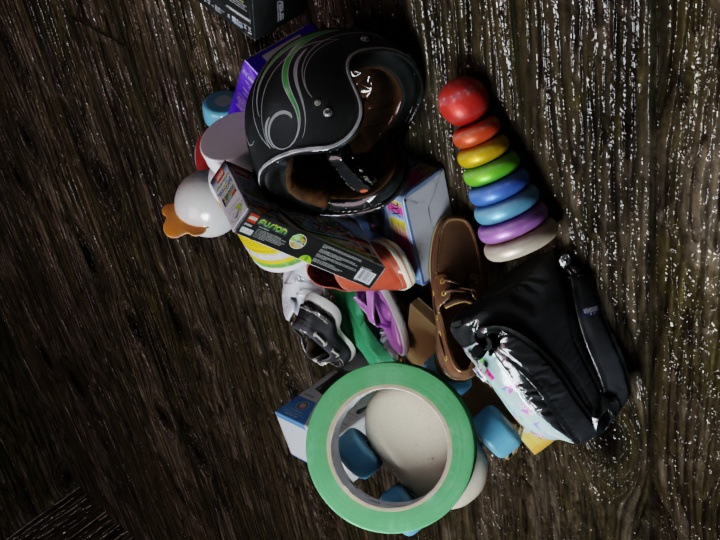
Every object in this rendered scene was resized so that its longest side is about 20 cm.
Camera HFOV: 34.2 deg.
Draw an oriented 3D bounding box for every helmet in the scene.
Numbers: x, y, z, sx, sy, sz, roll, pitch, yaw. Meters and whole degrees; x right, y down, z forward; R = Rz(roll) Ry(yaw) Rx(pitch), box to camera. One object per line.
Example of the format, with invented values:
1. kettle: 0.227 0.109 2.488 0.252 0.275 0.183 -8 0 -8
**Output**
1. helmet: -0.030 -0.175 1.316 0.200 0.191 0.200 4 153 2

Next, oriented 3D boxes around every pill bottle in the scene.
1. pill bottle: -0.121 -0.099 1.455 0.111 0.111 0.200 30 158 38

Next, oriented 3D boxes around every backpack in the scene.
1. backpack: 0.211 0.097 1.324 0.200 0.167 0.127 55 169 -8

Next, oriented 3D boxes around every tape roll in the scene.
1. tape roll: 0.037 0.208 1.390 0.200 0.200 0.048 49 -174 10

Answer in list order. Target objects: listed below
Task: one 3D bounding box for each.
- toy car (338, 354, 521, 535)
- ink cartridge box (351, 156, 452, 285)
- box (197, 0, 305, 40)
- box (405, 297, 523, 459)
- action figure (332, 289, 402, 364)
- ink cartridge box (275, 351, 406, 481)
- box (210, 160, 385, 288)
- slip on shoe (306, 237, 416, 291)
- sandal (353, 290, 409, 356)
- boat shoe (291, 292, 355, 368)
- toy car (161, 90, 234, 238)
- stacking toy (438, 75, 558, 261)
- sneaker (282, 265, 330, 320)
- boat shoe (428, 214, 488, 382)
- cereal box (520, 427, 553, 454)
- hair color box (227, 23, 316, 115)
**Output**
1. toy car: 0.094 0.216 1.512 0.177 0.184 0.200 49 -174 10
2. ink cartridge box: 0.022 -0.082 1.479 0.200 0.076 0.137 27 142 44
3. box: -0.164 -0.399 1.395 0.200 0.086 0.164 37 148 28
4. box: 0.136 0.142 1.529 0.200 0.021 0.164 43 156 24
5. action figure: 0.019 0.095 1.655 0.200 0.055 0.118 57 161 35
6. ink cartridge box: 0.003 0.200 1.689 0.145 0.200 0.084 15 132 50
7. box: -0.072 -0.052 1.361 0.200 0.035 0.110 23 -157 -35
8. slip on shoe: 0.000 0.000 1.462 0.200 0.061 0.074 6 128 55
9. sandal: 0.011 0.028 1.591 0.082 0.050 0.203 102 146 -72
10. boat shoe: -0.055 0.099 1.648 0.074 0.060 0.200 27 161 16
11. toy car: -0.208 -0.117 1.659 0.177 0.200 0.184 36 147 31
12. stacking toy: 0.138 -0.113 1.263 0.085 0.085 0.200 -6 113 59
13. sneaker: -0.066 0.018 1.655 0.200 0.075 0.115 -149 56 -72
14. boat shoe: 0.119 0.031 1.381 0.068 0.072 0.200 109 160 -84
15. cereal box: 0.190 0.131 1.490 0.200 0.040 0.144 48 155 11
16. hair color box: -0.107 -0.215 1.491 0.065 0.109 0.200 49 151 11
